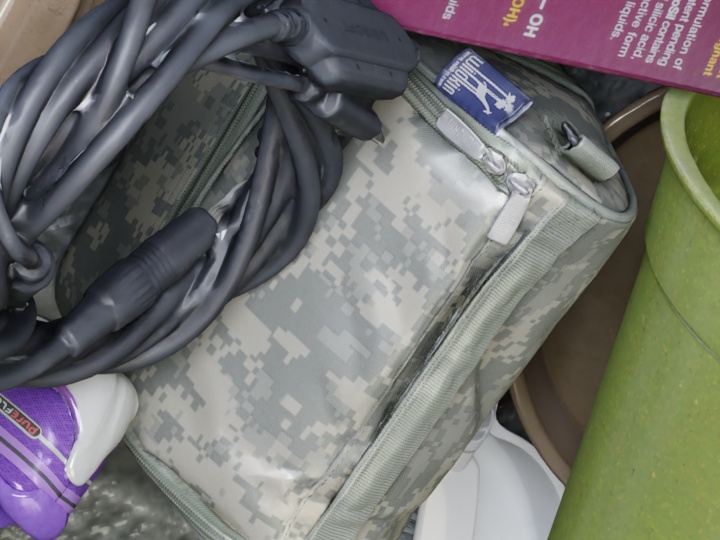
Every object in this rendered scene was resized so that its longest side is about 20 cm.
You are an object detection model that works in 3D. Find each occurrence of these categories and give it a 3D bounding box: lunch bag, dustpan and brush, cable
[{"bbox_3d":[0.000,0.000,1.047,0.139,0.168,0.200,23,111,-33],"label":"lunch bag"},{"bbox_3d":[0.033,0.081,1.180,0.139,0.057,0.200,1,109,-23],"label":"dustpan and brush"},{"bbox_3d":[-0.069,-0.026,0.893,0.163,0.051,0.200,-45,163,18],"label":"cable"}]

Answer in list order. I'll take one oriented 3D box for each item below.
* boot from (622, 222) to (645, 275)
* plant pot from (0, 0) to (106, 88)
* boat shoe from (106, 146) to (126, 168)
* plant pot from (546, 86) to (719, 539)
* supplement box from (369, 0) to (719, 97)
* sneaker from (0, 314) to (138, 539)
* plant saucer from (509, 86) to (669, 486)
[{"bbox_3d":[0.185,0.017,1.198,0.144,0.072,0.200,-38,119,6],"label":"boot"},{"bbox_3d":[-0.133,-0.086,0.923,0.201,0.201,0.093,-48,135,13],"label":"plant pot"},{"bbox_3d":[-0.171,-0.030,1.028,0.200,0.070,0.066,-24,126,-15],"label":"boat shoe"},{"bbox_3d":[0.155,0.059,1.053,0.200,0.200,0.190,11,122,-27],"label":"plant pot"},{"bbox_3d":[0.062,-0.141,1.003,0.200,0.131,0.103,10,117,-26],"label":"supplement box"},{"bbox_3d":[-0.173,0.056,1.019,0.081,0.200,0.083,51,50,-41],"label":"sneaker"},{"bbox_3d":[0.151,0.014,1.133,0.200,0.029,0.200,-1,110,-4],"label":"plant saucer"}]
